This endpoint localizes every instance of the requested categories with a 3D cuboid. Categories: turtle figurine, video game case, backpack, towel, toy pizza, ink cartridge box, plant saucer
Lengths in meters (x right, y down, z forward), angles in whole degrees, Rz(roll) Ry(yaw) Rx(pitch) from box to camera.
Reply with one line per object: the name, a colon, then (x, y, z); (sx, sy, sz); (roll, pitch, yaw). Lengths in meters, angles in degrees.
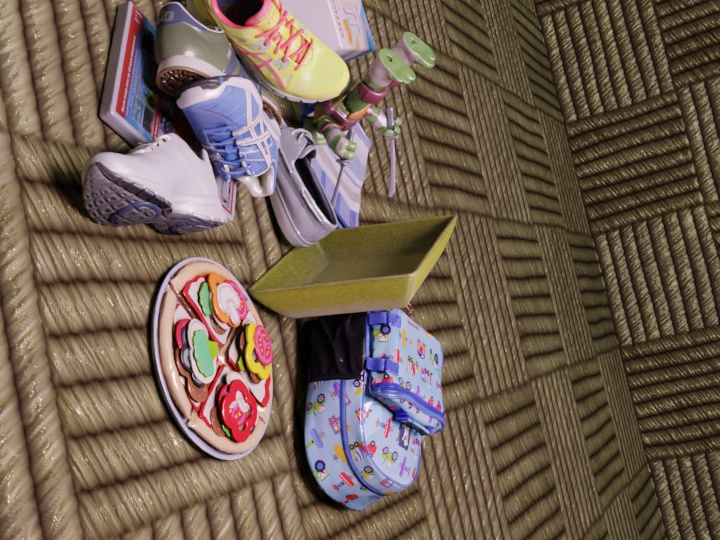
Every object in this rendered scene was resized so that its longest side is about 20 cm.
turtle figurine: (0.021, -0.178, 1.207); (0.142, 0.194, 0.202); (0, 60, -39)
video game case: (-0.187, -0.158, 1.014); (0.200, 0.017, 0.145); (45, 38, -49)
backpack: (0.015, 0.164, 1.131); (0.183, 0.133, 0.203); (44, 41, -47)
towel: (-0.033, -0.160, 1.348); (0.147, 0.024, 0.202); (55, 31, -37)
toy pizza: (-0.134, 0.083, 0.972); (0.200, 0.031, 0.203); (44, 39, -49)
ink cartridge box: (-0.076, -0.305, 1.186); (0.200, 0.124, 0.130); (-43, 116, -72)
plant saucer: (0.000, 0.000, 1.120); (0.200, 0.197, 0.049); (-49, 129, -62)

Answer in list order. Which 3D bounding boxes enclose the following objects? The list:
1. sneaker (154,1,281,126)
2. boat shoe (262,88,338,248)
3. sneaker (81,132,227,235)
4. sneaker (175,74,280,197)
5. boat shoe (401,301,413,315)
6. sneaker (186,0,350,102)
sneaker: (-0.146, -0.213, 1.032); (0.200, 0.066, 0.091); (20, 56, -63)
boat shoe: (-0.080, -0.130, 1.159); (0.070, 0.071, 0.203); (-21, 89, -66)
sneaker: (-0.192, -0.084, 0.900); (0.200, 0.073, 0.088); (14, 65, -73)
sneaker: (-0.124, -0.136, 1.000); (0.200, 0.075, 0.078); (36, 44, -68)
boat shoe: (0.032, 0.040, 1.237); (0.070, 0.071, 0.200); (36, -9, 8)
sneaker: (-0.096, -0.250, 1.049); (0.198, 0.090, 0.079); (30, 77, -9)
